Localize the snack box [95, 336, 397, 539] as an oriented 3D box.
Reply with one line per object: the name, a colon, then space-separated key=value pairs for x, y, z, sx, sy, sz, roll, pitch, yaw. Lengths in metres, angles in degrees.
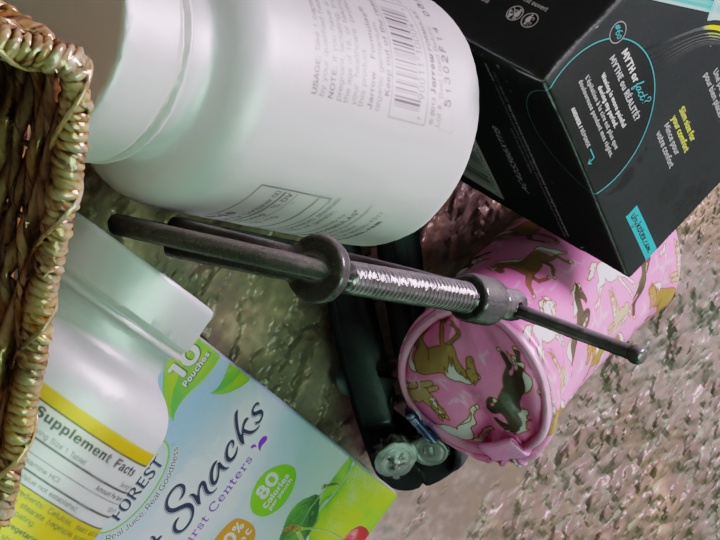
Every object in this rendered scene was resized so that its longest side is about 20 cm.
snack box: x=-0.084 y=0.114 z=1.145 sx=0.142 sy=0.053 sz=0.200 roll=-54 pitch=140 yaw=-5

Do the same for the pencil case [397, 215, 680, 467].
pencil case: x=0.091 y=0.020 z=1.188 sx=0.200 sy=0.083 sz=0.087 roll=-42 pitch=160 yaw=-56

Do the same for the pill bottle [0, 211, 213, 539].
pill bottle: x=-0.151 y=0.073 z=1.004 sx=0.200 sy=0.112 sz=0.112 roll=-55 pitch=140 yaw=-4

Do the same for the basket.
basket: x=-0.201 y=-0.012 z=0.870 sx=0.142 sy=0.149 sz=0.201 roll=-6 pitch=120 yaw=-43

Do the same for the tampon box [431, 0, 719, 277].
tampon box: x=0.127 y=-0.131 z=1.138 sx=0.200 sy=0.126 sz=0.150 roll=-45 pitch=139 yaw=-14

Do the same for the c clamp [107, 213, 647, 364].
c clamp: x=0.000 y=0.000 z=1.020 sx=0.200 sy=0.170 sz=0.027 roll=10 pitch=94 yaw=-52

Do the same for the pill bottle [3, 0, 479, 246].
pill bottle: x=-0.054 y=-0.078 z=1.001 sx=0.200 sy=0.114 sz=0.115 roll=10 pitch=108 yaw=-48

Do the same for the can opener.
can opener: x=0.012 y=0.029 z=1.194 sx=0.063 sy=0.079 sz=0.200 roll=-12 pitch=131 yaw=9
